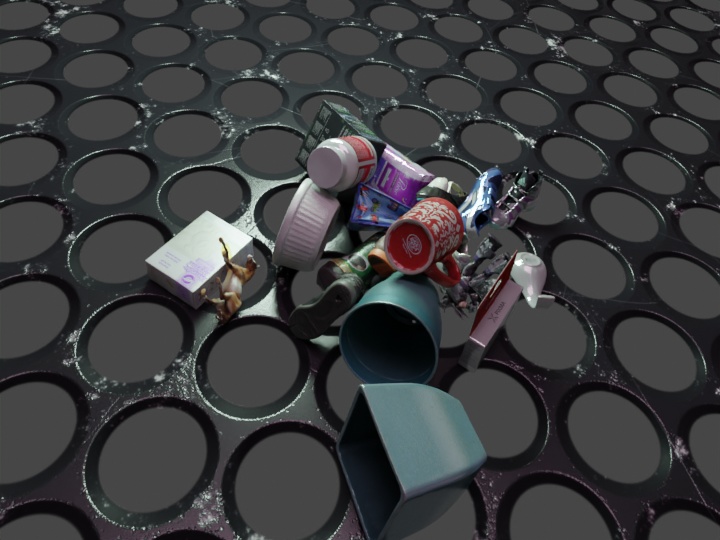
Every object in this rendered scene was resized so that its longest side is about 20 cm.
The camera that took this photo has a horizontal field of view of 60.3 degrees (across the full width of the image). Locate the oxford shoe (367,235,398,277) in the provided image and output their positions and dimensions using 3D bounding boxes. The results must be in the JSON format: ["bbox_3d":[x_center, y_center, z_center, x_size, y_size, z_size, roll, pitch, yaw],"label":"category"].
[{"bbox_3d":[0.105,0.007,1.342,0.200,0.071,0.074,45,58,-20],"label":"oxford shoe"}]

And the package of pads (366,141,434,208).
[{"bbox_3d":[0.081,-0.235,1.575,0.199,0.123,0.075,39,25,25],"label":"package of pads"}]

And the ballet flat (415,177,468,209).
[{"bbox_3d":[0.204,-0.189,1.534,0.067,0.071,0.197,9,-1,41],"label":"ballet flat"}]

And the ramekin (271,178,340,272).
[{"bbox_3d":[-0.116,-0.091,1.376,0.092,0.205,0.205,24,48,1],"label":"ramekin"}]

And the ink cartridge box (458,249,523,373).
[{"bbox_3d":[0.279,0.085,1.277,0.044,0.179,0.200,28,50,18],"label":"ink cartridge box"}]

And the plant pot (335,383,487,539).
[{"bbox_3d":[0.094,0.313,1.046,0.194,0.199,0.198,-5,47,-25],"label":"plant pot"}]

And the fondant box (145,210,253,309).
[{"bbox_3d":[-0.351,-0.028,1.372,0.142,0.059,0.201,28,52,17],"label":"fondant box"}]

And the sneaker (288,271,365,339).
[{"bbox_3d":[-0.061,0.070,1.265,0.077,0.198,0.114,53,34,4],"label":"sneaker"}]

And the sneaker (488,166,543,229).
[{"bbox_3d":[0.395,-0.198,1.572,0.077,0.142,0.198,37,53,24],"label":"sneaker"}]

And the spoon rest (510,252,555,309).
[{"bbox_3d":[0.398,0.025,1.441,0.096,0.062,0.202,6,34,-5],"label":"spoon rest"}]

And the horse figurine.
[{"bbox_3d":[-0.275,0.032,1.301,0.048,0.134,0.205,-4,54,15],"label":"horse figurine"}]

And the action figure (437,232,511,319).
[{"bbox_3d":[0.237,0.017,1.352,0.131,0.200,0.069,53,19,24],"label":"action figure"}]

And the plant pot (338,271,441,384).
[{"bbox_3d":[0.077,0.104,1.235,0.195,0.205,0.189,19,32,10],"label":"plant pot"}]

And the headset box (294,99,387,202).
[{"bbox_3d":[-0.048,-0.294,1.563,0.091,0.177,0.200,0,38,-50],"label":"headset box"}]

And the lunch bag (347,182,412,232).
[{"bbox_3d":[0.074,-0.125,1.455,0.194,0.151,0.097,14,86,-3],"label":"lunch bag"}]

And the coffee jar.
[{"bbox_3d":[0.000,0.000,1.377,0.197,0.087,0.104,-30,61,-31],"label":"coffee jar"}]

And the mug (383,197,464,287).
[{"bbox_3d":[0.144,-0.057,1.261,0.175,0.136,0.199,34,23,11],"label":"mug"}]

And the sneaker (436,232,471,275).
[{"bbox_3d":[0.214,-0.077,1.463,0.073,0.100,0.204,14,46,-32],"label":"sneaker"}]

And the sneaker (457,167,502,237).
[{"bbox_3d":[0.305,-0.162,1.535,0.081,0.074,0.203,23,74,42],"label":"sneaker"}]

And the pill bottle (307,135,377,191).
[{"bbox_3d":[-0.042,-0.238,1.383,0.110,0.115,0.200,24,20,14],"label":"pill bottle"}]
